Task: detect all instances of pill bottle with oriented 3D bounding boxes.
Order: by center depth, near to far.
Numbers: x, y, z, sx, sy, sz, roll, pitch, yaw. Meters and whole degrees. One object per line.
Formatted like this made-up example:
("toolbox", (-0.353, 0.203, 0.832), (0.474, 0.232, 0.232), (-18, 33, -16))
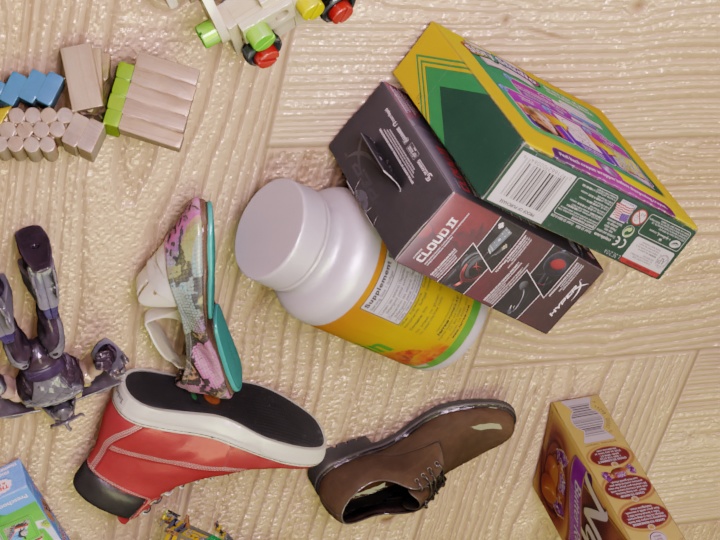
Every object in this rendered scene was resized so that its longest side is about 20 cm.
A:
("pill bottle", (0.000, 0.000, 1.442), (0.199, 0.111, 0.111), (24, 116, -39))

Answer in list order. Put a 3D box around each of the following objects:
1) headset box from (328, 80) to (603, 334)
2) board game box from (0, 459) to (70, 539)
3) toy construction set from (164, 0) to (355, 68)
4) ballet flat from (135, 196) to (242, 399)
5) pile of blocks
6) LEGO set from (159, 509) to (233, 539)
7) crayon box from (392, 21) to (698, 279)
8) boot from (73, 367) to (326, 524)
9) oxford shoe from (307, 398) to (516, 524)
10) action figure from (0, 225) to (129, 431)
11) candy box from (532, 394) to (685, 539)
("headset box", (0.075, -0.051, 1.406), (0.199, 0.149, 0.075), (25, 115, -39))
("board game box", (-0.323, 0.265, 1.572), (0.150, 0.037, 0.201), (-25, 136, -4))
("toy construction set", (-0.055, -0.212, 1.241), (0.198, 0.093, 0.131), (-17, 159, -1))
("ballet flat", (-0.139, 0.028, 1.440), (0.071, 0.069, 0.201), (-3, 133, 3))
("pile of blocks", (-0.211, -0.112, 1.289), (0.198, 0.083, 0.062), (-8, 176, -7))
("LEGO set", (-0.166, 0.295, 1.642), (0.200, 0.115, 0.155), (27, 82, -57))
("crayon box", (0.141, -0.091, 1.385), (0.199, 0.173, 0.058), (22, 114, -38))
("boot", (-0.139, 0.166, 1.554), (0.199, 0.073, 0.145), (13, 123, -25))
("oxford shoe", (0.059, 0.181, 1.652), (0.199, 0.085, 0.073), (-24, 134, -7))
("action figure", (-0.252, 0.063, 1.408), (0.129, 0.070, 0.201), (-24, 138, -12))
("candy box", (0.230, 0.227, 1.692), (0.056, 0.201, 0.117), (-9, 132, -19))
